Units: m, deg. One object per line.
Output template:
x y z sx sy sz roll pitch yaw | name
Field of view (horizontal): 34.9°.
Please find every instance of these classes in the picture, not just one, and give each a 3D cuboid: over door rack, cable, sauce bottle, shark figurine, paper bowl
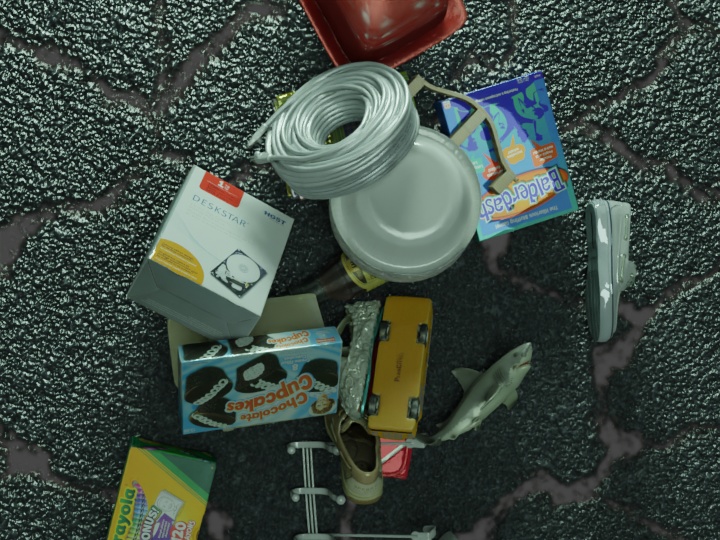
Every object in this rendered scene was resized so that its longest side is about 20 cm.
0.001 0.303 1.567 0.198 0.067 0.149 -3 97 2 | over door rack
-0.023 -0.177 1.449 0.200 0.199 0.069 -51 137 -18 | cable
0.000 0.000 1.554 0.199 0.066 0.066 -29 99 -7 | sauce bottle
0.142 0.177 1.589 0.214 0.128 0.090 -37 64 -13 | shark figurine
0.059 -0.091 1.489 0.199 0.104 0.202 1 80 -4 | paper bowl

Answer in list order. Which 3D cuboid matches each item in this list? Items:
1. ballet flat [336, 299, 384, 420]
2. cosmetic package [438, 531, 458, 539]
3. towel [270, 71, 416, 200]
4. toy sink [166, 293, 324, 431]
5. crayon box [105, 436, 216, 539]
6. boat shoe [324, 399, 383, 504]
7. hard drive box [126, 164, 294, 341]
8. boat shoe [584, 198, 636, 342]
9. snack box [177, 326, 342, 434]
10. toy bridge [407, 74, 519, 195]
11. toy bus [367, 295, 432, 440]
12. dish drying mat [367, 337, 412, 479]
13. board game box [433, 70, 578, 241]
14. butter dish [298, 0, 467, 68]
-0.012 0.117 1.520 0.071 0.201 0.072 6 132 7 | ballet flat
0.135 0.493 1.555 0.165 0.200 0.165 -42 101 -4 | cosmetic package
-0.017 -0.185 1.556 0.199 0.023 0.145 -15 97 -9 | towel
-0.145 0.124 1.492 0.199 0.112 0.131 -6 126 -10 | toy sink
-0.275 0.335 1.541 0.118 0.058 0.201 14 93 -11 | crayon box
-0.004 0.211 1.512 0.071 0.201 0.065 -5 131 -12 | boat shoe
-0.186 -0.018 1.452 0.155 0.201 0.077 28 128 -12 | hard drive box
0.357 0.000 1.611 0.066 0.074 0.202 -2 95 -7 | boat shoe
-0.124 0.136 1.413 0.199 0.037 0.117 -7 126 -16 | snack box
0.142 -0.190 1.535 0.200 0.027 0.067 44 87 -10 | toy bridge
0.054 0.130 1.517 0.065 0.078 0.201 4 60 8 | toy bus
0.044 0.190 1.602 0.076 0.018 0.201 8 95 -6 | dish drying mat
0.202 -0.158 1.584 0.151 0.045 0.201 -18 98 -8 | board game box
0.030 -0.369 1.481 0.199 0.148 0.201 -30 98 -5 | butter dish
